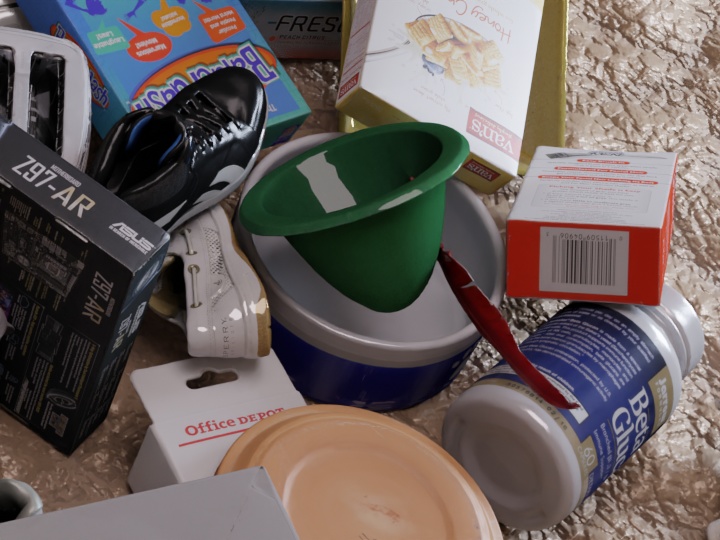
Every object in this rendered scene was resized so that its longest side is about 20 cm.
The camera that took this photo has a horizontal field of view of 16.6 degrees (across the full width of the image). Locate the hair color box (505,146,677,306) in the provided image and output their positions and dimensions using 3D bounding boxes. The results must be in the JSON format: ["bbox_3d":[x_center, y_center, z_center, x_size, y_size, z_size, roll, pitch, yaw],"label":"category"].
[{"bbox_3d":[0.171,-0.035,1.799,0.111,0.064,0.200,3,19,10],"label":"hair color box"}]

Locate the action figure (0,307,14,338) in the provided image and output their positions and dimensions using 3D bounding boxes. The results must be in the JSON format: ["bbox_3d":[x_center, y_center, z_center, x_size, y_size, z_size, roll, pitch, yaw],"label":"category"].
[{"bbox_3d":[-0.301,0.066,1.529,0.193,0.105,0.200,-27,26,-20],"label":"action figure"}]

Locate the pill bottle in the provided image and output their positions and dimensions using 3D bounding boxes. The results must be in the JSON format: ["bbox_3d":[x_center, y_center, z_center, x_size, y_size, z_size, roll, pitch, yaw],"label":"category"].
[{"bbox_3d":[0.156,0.086,1.730,0.111,0.111,0.200,40,48,14],"label":"pill bottle"}]

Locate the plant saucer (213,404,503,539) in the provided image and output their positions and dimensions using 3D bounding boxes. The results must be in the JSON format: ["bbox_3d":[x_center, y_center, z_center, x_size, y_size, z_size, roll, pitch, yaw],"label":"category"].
[{"bbox_3d":[0.001,0.166,1.561,0.200,0.032,0.201,13,47,-14],"label":"plant saucer"}]

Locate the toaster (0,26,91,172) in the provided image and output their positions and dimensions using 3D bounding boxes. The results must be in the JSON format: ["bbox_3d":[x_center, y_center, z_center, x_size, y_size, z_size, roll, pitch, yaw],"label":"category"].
[{"bbox_3d":[-0.246,-0.074,1.694,0.113,0.129,0.200,9,48,-13],"label":"toaster"}]

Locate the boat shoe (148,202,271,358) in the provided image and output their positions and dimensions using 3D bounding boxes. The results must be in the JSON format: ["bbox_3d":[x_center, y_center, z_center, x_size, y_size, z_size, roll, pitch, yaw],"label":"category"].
[{"bbox_3d":[-0.117,0.003,1.684,0.069,0.071,0.200,-9,23,-14],"label":"boat shoe"}]

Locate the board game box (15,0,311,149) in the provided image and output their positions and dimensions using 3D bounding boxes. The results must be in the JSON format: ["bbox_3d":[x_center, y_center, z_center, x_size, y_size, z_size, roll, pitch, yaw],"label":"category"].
[{"bbox_3d":[-0.149,-0.166,1.791,0.152,0.045,0.200,-22,74,-41],"label":"board game box"}]

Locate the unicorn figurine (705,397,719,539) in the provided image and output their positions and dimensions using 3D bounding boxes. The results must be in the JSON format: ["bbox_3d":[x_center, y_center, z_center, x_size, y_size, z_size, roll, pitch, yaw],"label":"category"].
[{"bbox_3d":[0.302,0.170,1.754,0.200,0.074,0.137,39,36,-6],"label":"unicorn figurine"}]

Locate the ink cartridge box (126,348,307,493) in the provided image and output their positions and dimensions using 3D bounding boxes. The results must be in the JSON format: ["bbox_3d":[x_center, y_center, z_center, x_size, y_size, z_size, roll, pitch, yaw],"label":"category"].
[{"bbox_3d":[-0.073,0.153,1.609,0.115,0.068,0.200,-10,56,-31],"label":"ink cartridge box"}]

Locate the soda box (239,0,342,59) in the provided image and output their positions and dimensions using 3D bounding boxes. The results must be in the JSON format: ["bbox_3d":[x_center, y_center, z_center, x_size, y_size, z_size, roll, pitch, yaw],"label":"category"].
[{"bbox_3d":[-0.043,-0.210,1.930,0.199,0.068,0.064,-2,52,-28],"label":"soda box"}]

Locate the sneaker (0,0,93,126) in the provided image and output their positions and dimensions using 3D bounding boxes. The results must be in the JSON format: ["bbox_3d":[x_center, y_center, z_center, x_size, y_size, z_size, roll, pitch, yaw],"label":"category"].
[{"bbox_3d":[-0.205,-0.140,1.805,0.200,0.076,0.116,0,49,-25],"label":"sneaker"}]

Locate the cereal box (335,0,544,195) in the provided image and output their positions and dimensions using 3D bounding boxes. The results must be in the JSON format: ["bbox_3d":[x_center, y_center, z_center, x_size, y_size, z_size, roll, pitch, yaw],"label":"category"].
[{"bbox_3d":[0.063,-0.171,1.820,0.144,0.040,0.200,27,52,-24],"label":"cereal box"}]

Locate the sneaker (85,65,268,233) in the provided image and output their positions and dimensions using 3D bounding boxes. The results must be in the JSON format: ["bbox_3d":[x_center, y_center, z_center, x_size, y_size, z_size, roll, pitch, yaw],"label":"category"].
[{"bbox_3d":[-0.116,-0.087,1.651,0.073,0.112,0.200,35,58,6],"label":"sneaker"}]

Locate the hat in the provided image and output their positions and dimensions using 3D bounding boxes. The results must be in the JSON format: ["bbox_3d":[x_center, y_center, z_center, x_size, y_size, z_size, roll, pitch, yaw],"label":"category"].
[{"bbox_3d":[0.024,0.013,1.690,0.165,0.176,0.200,-21,20,-4],"label":"hat"}]

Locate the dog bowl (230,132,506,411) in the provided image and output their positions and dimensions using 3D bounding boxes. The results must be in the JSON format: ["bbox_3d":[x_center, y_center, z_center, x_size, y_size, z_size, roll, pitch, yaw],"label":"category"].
[{"bbox_3d":[0.000,0.000,1.765,0.199,0.079,0.201,11,48,-13],"label":"dog bowl"}]

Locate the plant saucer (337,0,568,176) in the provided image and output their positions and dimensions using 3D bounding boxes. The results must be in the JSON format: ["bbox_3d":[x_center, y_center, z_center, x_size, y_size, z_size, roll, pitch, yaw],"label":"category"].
[{"bbox_3d":[0.064,-0.175,1.907,0.199,0.048,0.201,6,83,-26],"label":"plant saucer"}]

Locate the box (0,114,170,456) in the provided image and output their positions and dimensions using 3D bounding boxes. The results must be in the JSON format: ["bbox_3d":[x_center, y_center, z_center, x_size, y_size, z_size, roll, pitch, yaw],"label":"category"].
[{"bbox_3d":[-0.218,0.007,1.586,0.160,0.200,0.044,34,48,10],"label":"box"}]

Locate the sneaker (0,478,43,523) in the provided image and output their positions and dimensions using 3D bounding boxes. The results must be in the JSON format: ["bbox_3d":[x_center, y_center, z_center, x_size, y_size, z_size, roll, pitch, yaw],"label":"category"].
[{"bbox_3d":[-0.282,0.164,1.491,0.200,0.099,0.078,-17,63,-32],"label":"sneaker"}]

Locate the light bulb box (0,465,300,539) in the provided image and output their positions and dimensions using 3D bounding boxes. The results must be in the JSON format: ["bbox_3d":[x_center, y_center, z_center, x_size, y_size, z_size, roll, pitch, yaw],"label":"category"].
[{"bbox_3d":[-0.143,0.232,1.421,0.198,0.200,0.125,-10,57,-29],"label":"light bulb box"}]
